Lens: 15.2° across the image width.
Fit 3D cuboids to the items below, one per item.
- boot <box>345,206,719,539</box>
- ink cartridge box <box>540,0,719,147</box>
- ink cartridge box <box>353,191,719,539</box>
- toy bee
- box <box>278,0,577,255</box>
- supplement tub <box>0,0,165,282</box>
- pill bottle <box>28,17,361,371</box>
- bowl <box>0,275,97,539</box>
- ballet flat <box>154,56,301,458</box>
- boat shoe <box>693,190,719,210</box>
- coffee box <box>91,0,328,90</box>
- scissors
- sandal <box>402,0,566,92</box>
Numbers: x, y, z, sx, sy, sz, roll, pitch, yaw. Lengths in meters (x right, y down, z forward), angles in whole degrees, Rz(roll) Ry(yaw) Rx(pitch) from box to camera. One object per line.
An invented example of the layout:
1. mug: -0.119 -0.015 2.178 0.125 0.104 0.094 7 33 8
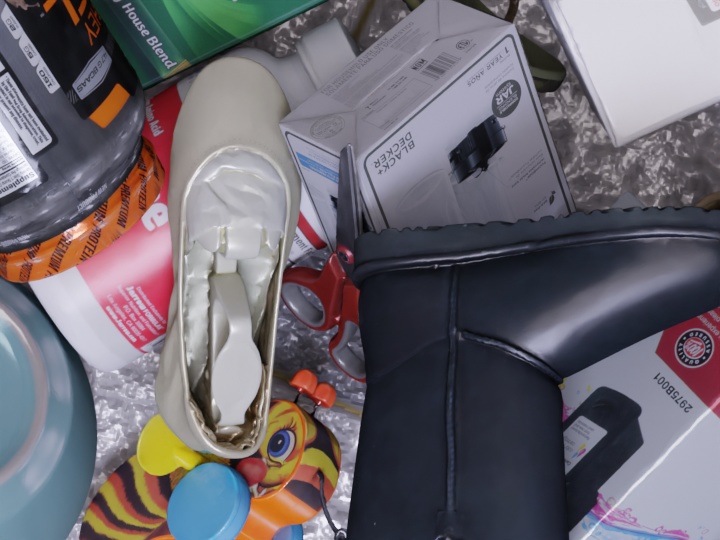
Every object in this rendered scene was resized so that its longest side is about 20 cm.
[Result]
1. boot: 0.089 0.062 1.231 0.199 0.076 0.169 -4 75 11
2. ink cartridge box: 0.196 -0.145 1.359 0.199 0.146 0.085 -24 99 5
3. ink cartridge box: 0.114 0.086 1.307 0.200 0.146 0.083 -46 131 4
4. toy bee: -0.050 0.110 1.421 0.199 0.131 0.109 5 64 16
5. box: 0.046 -0.022 1.354 0.117 0.060 0.201 -42 132 -21
6. supplement tub: -0.182 -0.101 1.270 0.122 0.123 0.200 -29 116 5
7. pill bottle: -0.076 -0.043 1.394 0.199 0.112 0.113 -31 97 4
8. bowl: -0.222 0.072 1.376 0.200 0.105 0.202 4 75 -16
9. ballet flat: -0.061 -0.001 1.316 0.069 0.070 0.201 5 109 0
10. boat shoe: 0.149 0.049 1.415 0.072 0.065 0.201 37 95 39
11. coffee box: -0.082 -0.172 1.373 0.199 0.044 0.124 -22 93 25
12. scissors: 0.000 0.000 1.312 0.014 0.200 0.073 -40 81 -23
13. sandal: 0.040 -0.172 1.387 0.057 0.080 0.201 -38 96 17
